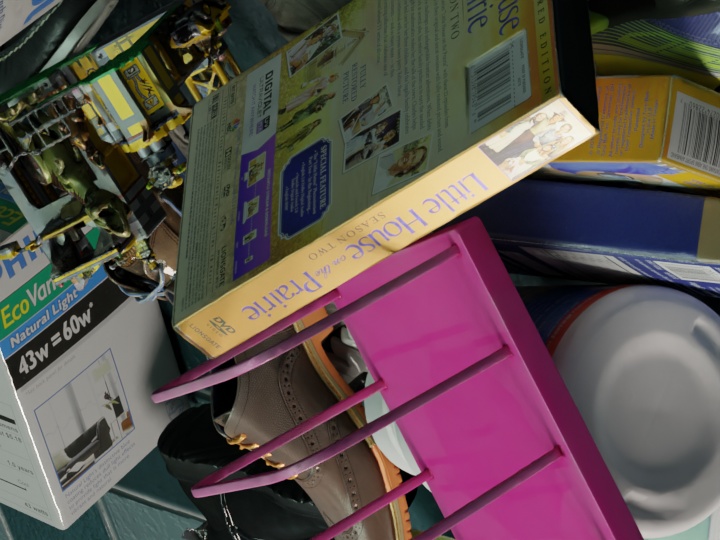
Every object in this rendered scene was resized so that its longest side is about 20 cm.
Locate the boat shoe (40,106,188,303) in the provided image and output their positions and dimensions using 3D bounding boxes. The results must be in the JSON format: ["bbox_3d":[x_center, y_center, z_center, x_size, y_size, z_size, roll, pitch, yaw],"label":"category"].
[{"bbox_3d":[-0.109,-0.019,1.275,0.200,0.072,0.072,53,144,-10],"label":"boat shoe"}]

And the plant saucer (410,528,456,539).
[{"bbox_3d":[0.088,0.193,1.244,0.199,0.031,0.200,21,164,6],"label":"plant saucer"}]

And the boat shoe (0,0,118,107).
[{"bbox_3d":[-0.195,-0.120,1.263,0.060,0.076,0.200,46,145,-10],"label":"boat shoe"}]

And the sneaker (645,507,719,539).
[{"bbox_3d":[0.141,0.104,1.134,0.118,0.074,0.201,24,143,17],"label":"sneaker"}]

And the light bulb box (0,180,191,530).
[{"bbox_3d":[-0.231,0.020,1.396,0.198,0.125,0.201,18,136,35],"label":"light bulb box"}]

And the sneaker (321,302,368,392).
[{"bbox_3d":[0.000,0.000,1.190,0.081,0.075,0.200,49,145,11],"label":"sneaker"}]

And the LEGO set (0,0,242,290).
[{"bbox_3d":[-0.124,-0.042,1.141,0.199,0.154,0.116,-27,105,18],"label":"LEGO set"}]

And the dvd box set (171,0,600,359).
[{"bbox_3d":[0.007,-0.064,0.963,0.200,0.147,0.029,-31,127,26],"label":"dvd box set"}]

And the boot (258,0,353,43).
[{"bbox_3d":[0.010,-0.143,1.052,0.131,0.068,0.200,50,151,-18],"label":"boot"}]

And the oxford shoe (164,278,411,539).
[{"bbox_3d":[-0.037,0.081,1.180,0.201,0.073,0.071,64,156,-2],"label":"oxford shoe"}]

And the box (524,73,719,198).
[{"bbox_3d":[0.089,-0.052,1.009,0.200,0.042,0.119,0,170,45],"label":"box"}]

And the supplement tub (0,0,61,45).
[{"bbox_3d":[-0.178,-0.169,1.032,0.132,0.200,0.132,27,140,25],"label":"supplement tub"}]

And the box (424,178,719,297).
[{"bbox_3d":[0.079,-0.017,1.019,0.199,0.033,0.121,5,173,22],"label":"box"}]

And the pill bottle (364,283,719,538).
[{"bbox_3d":[0.084,0.063,1.083,0.112,0.112,0.200,56,157,-14],"label":"pill bottle"}]

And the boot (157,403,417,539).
[{"bbox_3d":[-0.023,0.162,1.370,0.198,0.073,0.163,6,132,40],"label":"boot"}]

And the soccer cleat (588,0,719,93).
[{"bbox_3d":[0.119,-0.092,0.979,0.200,0.065,0.084,-9,128,51],"label":"soccer cleat"}]

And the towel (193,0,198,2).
[{"bbox_3d":[-0.156,-0.238,1.143,0.191,0.032,0.201,20,138,32],"label":"towel"}]

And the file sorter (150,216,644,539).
[{"bbox_3d":[0.018,0.104,0.970,0.201,0.125,0.139,63,155,-3],"label":"file sorter"}]
